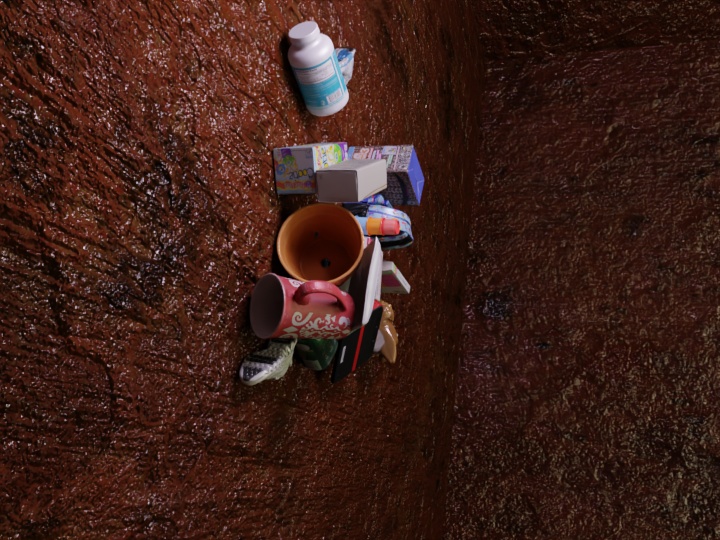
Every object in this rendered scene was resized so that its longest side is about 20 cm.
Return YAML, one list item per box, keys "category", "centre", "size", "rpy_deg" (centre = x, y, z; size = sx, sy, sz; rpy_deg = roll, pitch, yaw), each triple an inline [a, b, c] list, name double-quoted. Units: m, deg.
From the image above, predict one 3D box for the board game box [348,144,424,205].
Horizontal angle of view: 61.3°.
- category: "board game box"
  centre: [0.070, -0.275, 1.778]
  size: [0.160, 0.198, 0.098]
  rpy_deg: [59, 39, -53]

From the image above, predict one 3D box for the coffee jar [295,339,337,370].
- category: "coffee jar"
  centre: [-0.125, 0.145, 1.462]
  size: [0.105, 0.085, 0.201]
  rpy_deg: [-63, 149, -35]

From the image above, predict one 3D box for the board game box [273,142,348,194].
- category: "board game box"
  centre: [-0.112, -0.245, 1.438]
  size: [0.200, 0.104, 0.104]
  rpy_deg: [-36, 125, -65]

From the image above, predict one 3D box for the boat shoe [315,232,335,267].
- category: "boat shoe"
  centre: [-0.098, -0.053, 1.555]
  size: [0.069, 0.083, 0.202]
  rpy_deg: [32, 78, -74]

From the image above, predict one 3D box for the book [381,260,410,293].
- category: "book"
  centre: [0.065, 0.024, 1.885]
  size: [0.200, 0.132, 0.049]
  rpy_deg: [51, 45, -60]

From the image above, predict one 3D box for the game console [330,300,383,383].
- category: "game console"
  centre: [-0.011, 0.187, 1.618]
  size: [0.176, 0.031, 0.202]
  rpy_deg: [-27, 138, -46]

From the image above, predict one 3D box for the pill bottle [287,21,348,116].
- category: "pill bottle"
  centre: [-0.104, -0.475, 1.432]
  size: [0.201, 0.110, 0.111]
  rpy_deg: [69, 31, -46]

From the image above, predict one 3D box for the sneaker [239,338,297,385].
- category: "sneaker"
  centre: [-0.194, 0.207, 1.317]
  size: [0.200, 0.074, 0.082]
  rpy_deg: [-37, 135, -63]

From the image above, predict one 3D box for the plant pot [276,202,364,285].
- category: "plant pot"
  centre: [-0.088, -0.039, 1.430]
  size: [0.140, 0.198, 0.202]
  rpy_deg: [85, 14, -70]

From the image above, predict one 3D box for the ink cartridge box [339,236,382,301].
- category: "ink cartridge box"
  centre: [0.000, 0.000, 1.602]
  size: [0.200, 0.083, 0.146]
  rpy_deg: [35, 58, -76]

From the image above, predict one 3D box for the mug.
- category: "mug"
  centre: [-0.105, 0.088, 1.285]
  size: [0.199, 0.177, 0.135]
  rpy_deg: [12, 85, -40]

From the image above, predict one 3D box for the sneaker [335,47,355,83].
- category: "sneaker"
  centre: [-0.056, -0.527, 1.614]
  size: [0.200, 0.074, 0.087]
  rpy_deg: [-58, 150, -52]

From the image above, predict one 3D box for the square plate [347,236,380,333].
- category: "square plate"
  centre: [0.004, 0.046, 1.386]
  size: [0.198, 0.028, 0.202]
  rpy_deg: [134, -33, -70]

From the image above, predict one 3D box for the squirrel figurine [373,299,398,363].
- category: "squirrel figurine"
  centre: [0.066, 0.187, 1.907]
  size: [0.187, 0.140, 0.202]
  rpy_deg: [18, 78, -75]

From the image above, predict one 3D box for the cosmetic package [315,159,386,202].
- category: "cosmetic package"
  centre: [-0.017, -0.211, 1.405]
  size: [0.200, 0.103, 0.074]
  rpy_deg: [-39, 129, -62]

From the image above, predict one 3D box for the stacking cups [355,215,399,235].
- category: "stacking cups"
  centre: [0.005, -0.121, 1.622]
  size: [0.060, 0.198, 0.061]
  rpy_deg: [1, 90, -66]

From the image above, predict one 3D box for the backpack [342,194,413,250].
- category: "backpack"
  centre: [0.055, -0.135, 1.755]
  size: [0.183, 0.198, 0.136]
  rpy_deg: [41, 54, -62]
